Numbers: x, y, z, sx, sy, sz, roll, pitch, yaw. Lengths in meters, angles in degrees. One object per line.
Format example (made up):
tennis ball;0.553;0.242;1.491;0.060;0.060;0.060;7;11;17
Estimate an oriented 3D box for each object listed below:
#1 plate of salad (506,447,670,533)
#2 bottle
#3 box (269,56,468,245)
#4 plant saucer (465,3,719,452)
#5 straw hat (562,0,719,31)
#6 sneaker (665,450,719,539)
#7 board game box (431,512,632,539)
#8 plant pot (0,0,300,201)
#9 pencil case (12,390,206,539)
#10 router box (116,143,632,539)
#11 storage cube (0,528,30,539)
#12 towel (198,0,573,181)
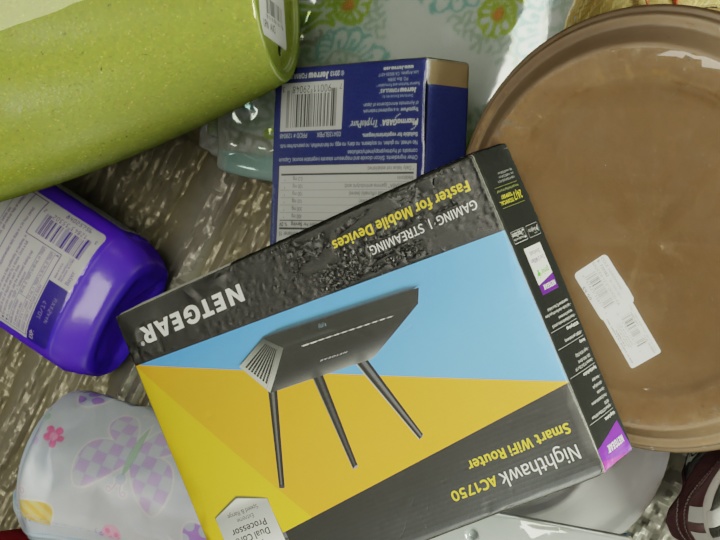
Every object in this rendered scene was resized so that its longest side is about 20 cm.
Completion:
plate of salad;0.070;0.049;1.122;0.199;0.048;0.202;15;119;30
bottle;-0.202;-0.022;1.231;0.199;0.065;0.084;31;94;19
box;0.000;0.000;1.100;0.121;0.032;0.202;3;89;51
plant saucer;0.131;-0.015;0.989;0.198;0.029;0.202;5;103;24
straw hat;0.160;-0.079;1.085;0.199;0.085;0.203;-2;96;-19
sneaker;0.220;0.067;1.071;0.199;0.115;0.076;-33;94;-19
board game box;0.026;0.207;1.083;0.198;0.026;0.202;9;99;13
plant pot;-0.136;-0.128;1.119;0.198;0.187;0.189;-5;86;12
pencil case;-0.080;0.127;1.169;0.198;0.083;0.091;17;70;21
router box;0.004;0.050;1.016;0.199;0.051;0.150;-24;89;26
storage cube;-0.166;0.246;1.145;0.170;0.180;0.202;16;94;20
towel;0.020;-0.121;1.164;0.198;0.048;0.173;12;92;20
